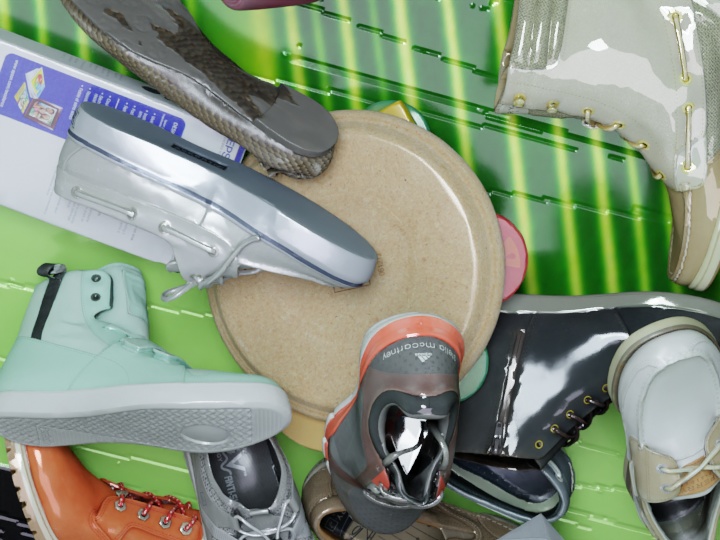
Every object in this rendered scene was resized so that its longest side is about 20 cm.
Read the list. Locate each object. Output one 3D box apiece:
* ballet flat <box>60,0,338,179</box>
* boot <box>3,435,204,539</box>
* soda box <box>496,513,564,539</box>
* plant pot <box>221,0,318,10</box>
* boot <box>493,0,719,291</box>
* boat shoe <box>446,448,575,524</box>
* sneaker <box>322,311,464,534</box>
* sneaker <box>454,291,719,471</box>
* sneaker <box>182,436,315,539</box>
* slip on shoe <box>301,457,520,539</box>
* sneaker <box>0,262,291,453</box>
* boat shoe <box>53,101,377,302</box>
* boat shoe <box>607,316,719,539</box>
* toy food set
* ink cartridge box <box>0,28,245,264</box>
[{"bbox_3d":[-0.101,-0.117,1.149,0.199,0.067,0.046,34,137,3],"label":"ballet flat"},{"bbox_3d":[-0.155,0.162,1.249,0.107,0.075,0.201,-29,112,1],"label":"boot"},{"bbox_3d":[0.148,0.250,1.252,0.063,0.068,0.200,-32,123,14],"label":"soda box"},{"bbox_3d":[0.001,-0.252,1.064,0.178,0.200,0.202,-9,109,-15],"label":"plant pot"},{"bbox_3d":[0.157,-0.090,1.172,0.153,0.072,0.202,2,103,-3],"label":"boot"},{"bbox_3d":[0.055,0.099,1.233,0.199,0.062,0.073,34,105,-11],"label":"boat shoe"},{"bbox_3d":[0.019,0.112,1.131,0.076,0.082,0.201,-1,141,-5],"label":"sneaker"},{"bbox_3d":[0.150,0.074,1.201,0.198,0.075,0.107,0,73,8],"label":"sneaker"},{"bbox_3d":[-0.067,0.167,1.200,0.074,0.082,0.201,-22,86,-11],"label":"sneaker"},{"bbox_3d":[0.052,0.187,1.262,0.199,0.061,0.076,30,105,-10],"label":"slip on shoe"},{"bbox_3d":[-0.129,0.045,1.169,0.199,0.119,0.074,0,151,20],"label":"sneaker"},{"bbox_3d":[-0.093,-0.020,1.137,0.201,0.075,0.087,25,105,0],"label":"boat shoe"},{"bbox_3d":[0.194,0.104,1.151,0.074,0.069,0.201,-19,143,-1],"label":"boat shoe"},{"bbox_3d":[0.000,0.000,1.183,0.197,0.049,0.201,-29,85,15],"label":"toy food set"},{"bbox_3d":[-0.175,-0.077,1.183,0.199,0.039,0.100,22,105,-7],"label":"ink cartridge box"}]
